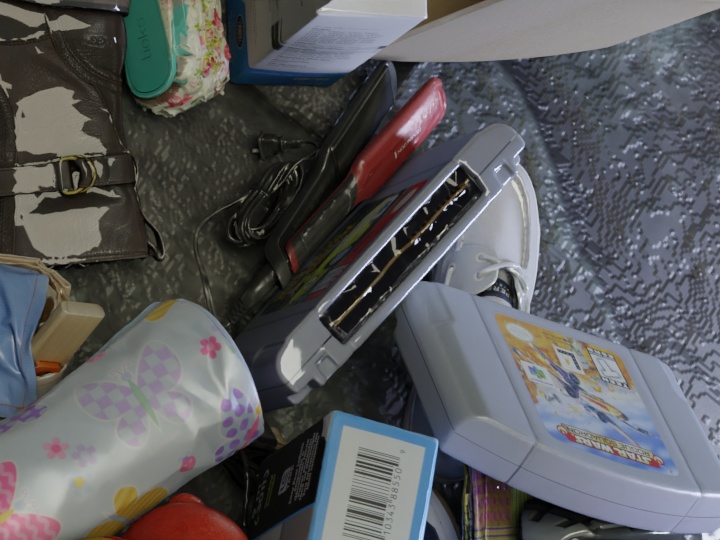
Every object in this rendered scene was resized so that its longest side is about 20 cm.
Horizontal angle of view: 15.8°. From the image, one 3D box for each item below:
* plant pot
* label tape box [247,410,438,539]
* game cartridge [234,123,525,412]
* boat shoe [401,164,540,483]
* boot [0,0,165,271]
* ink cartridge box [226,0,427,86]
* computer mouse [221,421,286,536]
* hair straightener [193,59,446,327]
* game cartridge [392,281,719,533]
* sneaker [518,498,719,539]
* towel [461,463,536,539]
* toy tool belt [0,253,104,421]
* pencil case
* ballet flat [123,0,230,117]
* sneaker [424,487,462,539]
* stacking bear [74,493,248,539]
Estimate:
[{"bbox_3d":[0.122,-0.224,1.518,0.176,0.199,0.201,11,73,-36],"label":"plant pot"},{"bbox_3d":[-0.030,0.169,1.376,0.066,0.200,0.144,16,70,-16],"label":"label tape box"},{"bbox_3d":[0.000,0.000,1.460,0.041,0.133,0.200,45,69,-6],"label":"game cartridge"},{"bbox_3d":[0.070,0.024,1.517,0.072,0.068,0.201,23,74,-16],"label":"boat shoe"},{"bbox_3d":[-0.207,-0.078,1.433,0.199,0.069,0.175,0,92,-8],"label":"boot"},{"bbox_3d":[-0.015,-0.182,1.451,0.067,0.200,0.117,1,80,-20],"label":"ink cartridge box"},{"bbox_3d":[-0.080,0.179,1.432,0.044,0.110,0.201,1,84,21],"label":"computer mouse"},{"bbox_3d":[-0.034,-0.048,1.507,0.077,0.041,0.200,25,65,27],"label":"hair straightener"},{"bbox_3d":[0.116,0.081,1.437,0.199,0.133,0.042,18,117,-32],"label":"game cartridge"},{"bbox_3d":[0.157,0.172,1.491,0.199,0.075,0.080,10,93,-51],"label":"sneaker"},{"bbox_3d":[0.092,0.168,1.476,0.143,0.023,0.201,3,85,-61],"label":"towel"},{"bbox_3d":[-0.241,0.039,1.361,0.199,0.123,0.126,0,70,-17],"label":"toy tool belt"},{"bbox_3d":[-0.146,0.095,1.322,0.199,0.083,0.091,-31,66,-24],"label":"pencil case"},{"bbox_3d":[-0.113,-0.186,1.496,0.064,0.075,0.201,0,84,-52],"label":"ballet flat"},{"bbox_3d":[0.007,0.222,1.458,0.108,0.070,0.201,-3,85,-23],"label":"sneaker"},{"bbox_3d":[-0.128,0.179,1.255,0.121,0.114,0.200,46,43,12],"label":"stacking bear"}]
